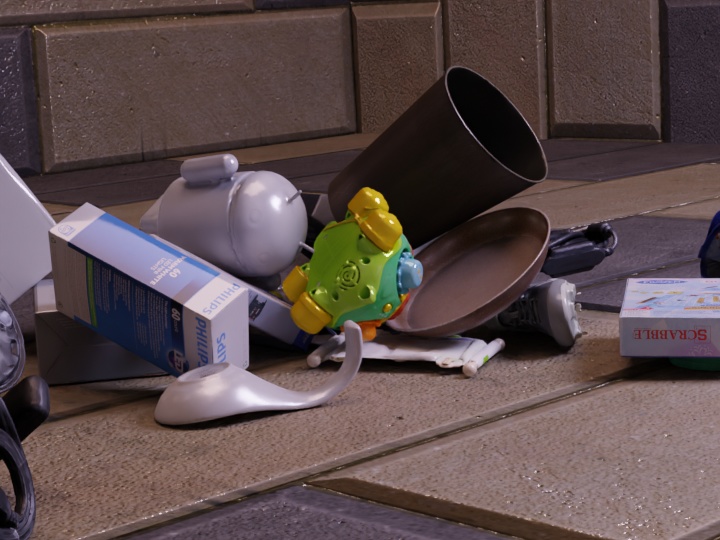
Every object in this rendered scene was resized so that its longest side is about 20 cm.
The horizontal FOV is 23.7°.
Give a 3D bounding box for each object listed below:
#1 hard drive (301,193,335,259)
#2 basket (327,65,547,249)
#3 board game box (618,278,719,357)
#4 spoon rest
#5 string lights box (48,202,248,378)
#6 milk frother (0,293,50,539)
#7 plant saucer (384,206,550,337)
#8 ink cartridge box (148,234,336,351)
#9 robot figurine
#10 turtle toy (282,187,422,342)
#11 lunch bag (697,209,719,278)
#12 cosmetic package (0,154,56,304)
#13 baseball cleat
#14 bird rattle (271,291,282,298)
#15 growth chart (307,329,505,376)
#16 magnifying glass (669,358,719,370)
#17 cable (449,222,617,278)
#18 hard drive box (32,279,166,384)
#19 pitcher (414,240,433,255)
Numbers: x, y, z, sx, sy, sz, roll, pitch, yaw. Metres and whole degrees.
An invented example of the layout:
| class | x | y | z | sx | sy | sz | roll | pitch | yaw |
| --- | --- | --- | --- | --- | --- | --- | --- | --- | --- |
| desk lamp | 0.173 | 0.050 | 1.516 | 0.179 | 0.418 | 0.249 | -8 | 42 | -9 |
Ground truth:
| class | x | y | z | sx | sy | sz | roll | pitch | yaw |
| --- | --- | --- | --- | --- | --- | --- | --- | --- | --- |
| hard drive | -0.023 | -0.030 | 2.016 | 0.134 | 0.043 | 0.200 | 8 | -24 | 49 |
| basket | 0.072 | -0.105 | 1.856 | 0.199 | 0.137 | 0.180 | -34 | -37 | 26 |
| board game box | 0.352 | 0.044 | 1.651 | 0.198 | 0.042 | 0.199 | 0 | 10 | 12 |
| spoon rest | -0.089 | 0.104 | 1.540 | 0.198 | 0.061 | 0.099 | -18 | 10 | -9 |
| string lights box | -0.200 | 0.027 | 1.617 | 0.199 | 0.103 | 0.059 | 27 | 46 | 24 |
| milk frother | -0.329 | 0.128 | 1.230 | 0.188 | 0.180 | 0.201 | -36 | 27 | 26 |
| plant saucer | 0.112 | 0.007 | 1.764 | 0.199 | 0.032 | 0.201 | -27 | 24 | 13 |
| ink cartridge box | -0.125 | 0.029 | 1.772 | 0.119 | 0.042 | 0.199 | 27 | 1 | 41 |
| robot figurine | -0.141 | -0.050 | 1.861 | 0.198 | 0.171 | 0.113 | -1 | 36 | 29 |
| turtle toy | 0.000 | 0.000 | 1.753 | 0.101 | 0.146 | 0.200 | 38 | 10 | -19 |
| lunch bag | 0.476 | -0.017 | 1.877 | 0.168 | 0.125 | 0.200 | -4 | -5 | -6 |
| cosmetic package | -0.444 | -0.032 | 1.868 | 0.200 | 0.165 | 0.165 | -39 | 17 | -7 |
| baseball cleat | 0.178 | 0.046 | 1.774 | 0.105 | 0.070 | 0.200 | -8 | -1 | 6 |
| bird rattle | -0.188 | 0.014 | 1.974 | 0.198 | 0.114 | 0.163 | -5 | 27 | 0 |
| growth chart | 0.046 | 0.079 | 1.726 | 0.198 | 0.018 | 0.144 | 1 | 10 | 25 |
| magnifying glass | 0.322 | 0.069 | 1.689 | 0.079 | 0.023 | 0.200 | -5 | 9 | -13 |
| cable | 0.176 | -0.023 | 1.904 | 0.198 | 0.051 | 0.163 | -14 | 13 | -14 |
| hard drive box | -0.261 | 0.056 | 1.787 | 0.154 | 0.078 | 0.200 | -4 | 10 | -10 |
| pitcher | 0.085 | -0.051 | 2.279 | 0.170 | 0.122 | 0.200 | 16 | 13 | -22 |
